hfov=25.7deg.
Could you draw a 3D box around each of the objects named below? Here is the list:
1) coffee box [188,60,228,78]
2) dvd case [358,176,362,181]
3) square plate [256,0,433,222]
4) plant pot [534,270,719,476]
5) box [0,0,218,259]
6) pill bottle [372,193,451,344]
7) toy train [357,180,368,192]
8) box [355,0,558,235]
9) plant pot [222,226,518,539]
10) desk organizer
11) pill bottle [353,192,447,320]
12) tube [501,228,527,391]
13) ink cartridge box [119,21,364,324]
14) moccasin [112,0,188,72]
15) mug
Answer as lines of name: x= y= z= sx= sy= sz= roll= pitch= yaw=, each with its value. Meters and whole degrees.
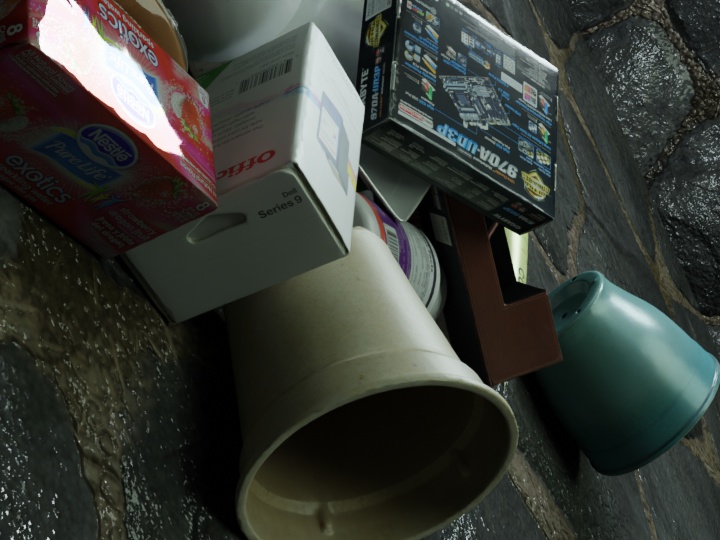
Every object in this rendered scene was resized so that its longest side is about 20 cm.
coffee box: x=-0.102 y=-0.211 z=1.327 sx=0.201 sy=0.080 sz=0.113 roll=66 pitch=19 yaw=-3
dvd case: x=-0.035 y=-0.180 z=1.446 sx=0.143 sy=0.018 sz=0.201 roll=-139 pitch=-154 yaw=-70
square plate: x=0.008 y=-0.165 z=1.314 sx=0.198 sy=0.028 sz=0.200 roll=51 pitch=44 yaw=-15
plant pot: x=0.296 y=0.111 z=1.899 sx=0.188 sy=0.200 sz=0.200 roll=45 pitch=25 yaw=-14
box: x=-0.180 y=-0.105 z=0.973 sx=0.200 sy=0.095 sz=0.100 roll=43 pitch=31 yaw=-50
pill bottle: x=0.072 y=-0.021 z=1.486 sx=0.112 sy=0.112 sz=0.201 roll=-31 pitch=117 yaw=-71
toy train: x=0.023 y=-0.125 z=1.607 sx=0.200 sy=0.056 sz=0.042 roll=-61 pitch=133 yaw=-66
box: x=0.085 y=-0.141 z=1.324 sx=0.200 sy=0.046 sz=0.159 roll=27 pitch=54 yaw=-34
plant pot: x=-0.014 y=0.073 z=1.116 sx=0.200 sy=0.200 sz=0.184 roll=44 pitch=18 yaw=-49
desk organizer: x=0.112 y=-0.004 z=1.404 sx=0.072 sy=0.077 sz=0.201 roll=-160 pitch=-127 yaw=-68
pill bottle: x=0.000 y=0.000 z=1.318 sx=0.200 sy=0.111 sz=0.112 roll=26 pitch=45 yaw=-63
tube: x=0.143 y=0.023 z=1.566 sx=0.058 sy=0.052 sz=0.200 roll=40 pitch=33 yaw=-25
ink cartridge box: x=-0.082 y=-0.072 z=1.123 sx=0.088 sy=0.145 sz=0.200 roll=58 pitch=20 yaw=-28
moccasin: x=-0.194 y=-0.190 z=1.067 sx=0.201 sy=0.074 sz=0.078 roll=52 pitch=56 yaw=-32
mug: x=-0.138 y=-0.243 z=1.150 sx=0.153 sy=0.186 sz=0.150 roll=61 pitch=29 yaw=-82
